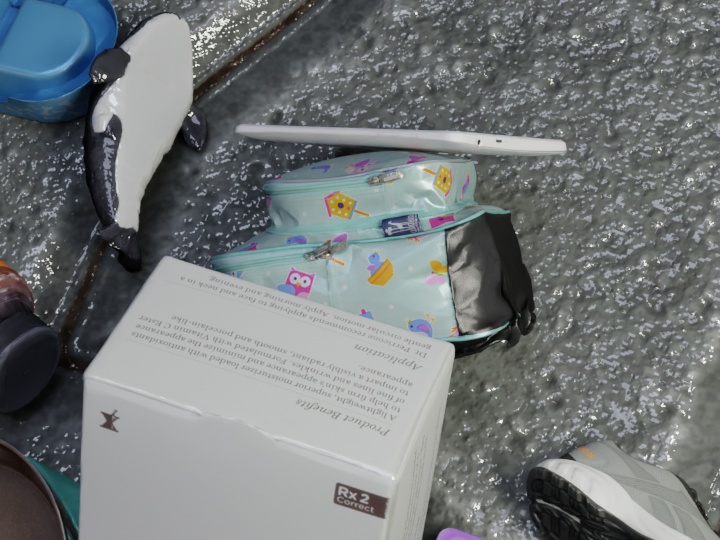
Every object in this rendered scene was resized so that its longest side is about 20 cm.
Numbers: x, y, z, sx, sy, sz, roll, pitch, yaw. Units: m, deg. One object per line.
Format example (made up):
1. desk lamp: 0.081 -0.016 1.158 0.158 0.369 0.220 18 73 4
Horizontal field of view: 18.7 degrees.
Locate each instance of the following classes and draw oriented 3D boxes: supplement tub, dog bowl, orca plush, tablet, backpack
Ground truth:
1. supplement tub: -0.306 0.021 1.553 0.200 0.107 0.107 34 73 26
2. dog bowl: -0.273 -0.173 1.685 0.200 0.050 0.112 13 65 19
3. orca plush: -0.173 -0.094 1.623 0.071 0.105 0.200 -19 66 46
4. tablet: 0.026 -0.089 1.504 0.200 0.130 0.014 4 92 40
5. backpack: 0.000 0.000 1.453 0.200 0.176 0.154 -17 92 12

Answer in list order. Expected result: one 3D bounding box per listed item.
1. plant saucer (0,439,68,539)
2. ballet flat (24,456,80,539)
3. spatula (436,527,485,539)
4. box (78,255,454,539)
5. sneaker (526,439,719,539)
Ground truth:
1. plant saucer: -0.264 0.207 1.449 0.200 0.034 0.201 -7 77 30
2. ballet flat: -0.163 0.199 1.458 0.070 0.067 0.200 -19 56 -27
3. spatula: 0.139 0.214 1.401 0.200 0.021 0.057 12 63 17
4. box: -0.062 0.127 1.358 0.199 0.200 0.131 17 40 10
5. sneaker: 0.199 0.169 1.380 0.079 0.074 0.200 -30 52 -33
